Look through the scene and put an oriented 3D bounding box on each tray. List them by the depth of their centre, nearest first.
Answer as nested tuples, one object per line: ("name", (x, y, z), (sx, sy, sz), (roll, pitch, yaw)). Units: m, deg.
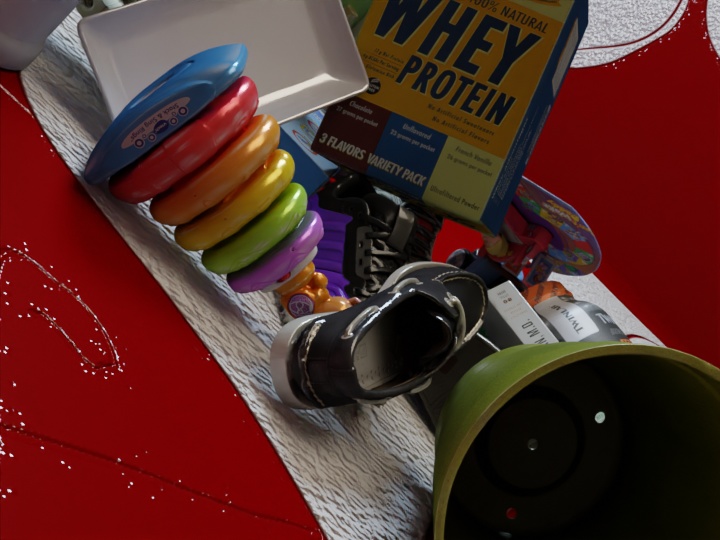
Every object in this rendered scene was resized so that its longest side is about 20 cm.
("tray", (-0.090, -0.141, 1.031), (0.022, 0.199, 0.108), (-7, -75, 55))

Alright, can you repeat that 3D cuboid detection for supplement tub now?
("supplement tub", (0.191, 0.112, 1.288), (0.200, 0.122, 0.122), (53, 13, 25))

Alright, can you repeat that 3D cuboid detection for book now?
("book", (0.155, 0.119, 1.162), (0.200, 0.048, 0.134), (54, -20, 33))

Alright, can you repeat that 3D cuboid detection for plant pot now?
("plant pot", (0.123, 0.123, 0.909), (0.200, 0.200, 0.193), (44, 1, -12))

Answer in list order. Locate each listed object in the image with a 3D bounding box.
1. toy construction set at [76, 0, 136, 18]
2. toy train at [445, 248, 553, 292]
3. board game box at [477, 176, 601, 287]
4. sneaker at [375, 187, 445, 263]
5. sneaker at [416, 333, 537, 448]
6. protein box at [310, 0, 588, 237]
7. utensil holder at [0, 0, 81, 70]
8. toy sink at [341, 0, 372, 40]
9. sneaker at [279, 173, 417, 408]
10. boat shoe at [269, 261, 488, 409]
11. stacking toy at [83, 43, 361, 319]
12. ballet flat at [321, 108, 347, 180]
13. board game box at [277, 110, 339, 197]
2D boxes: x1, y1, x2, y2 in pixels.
("toy construction set", (-0.160, -0.183, 1.098), (0.200, 0.092, 0.131), (42, 26, 2))
("toy train", (0.156, 0.059, 1.438), (0.200, 0.087, 0.114), (39, 22, -25))
("board game box", (0.113, -0.044, 1.339), (0.199, 0.039, 0.158), (33, -15, 9))
("sneaker", (0.030, -0.035, 1.296), (0.078, 0.082, 0.200), (41, 12, -26))
("sneaker", (0.083, 0.077, 1.140), (0.200, 0.075, 0.106), (51, 12, 23))
("protein box", (0.076, -0.145, 1.176), (0.134, 0.199, 0.200), (24, 1, 9))
("utensil holder", (-0.198, -0.250, 0.930), (0.170, 0.200, 0.170), (45, 12, -12))
("toy sink", (-0.052, -0.229, 1.268), (0.112, 0.130, 0.200), (52, 12, 27))
("sneaker", (0.000, 0.000, 1.033), (0.069, 0.099, 0.200), (38, 18, -36))
("boat shoe", (0.029, 0.037, 0.935), (0.200, 0.060, 0.074), (-13, 98, -52))
("stacking toy", (-0.066, -0.028, 0.933), (0.200, 0.116, 0.110), (53, 9, -14))
("ballet flat", (-0.040, -0.116, 1.444), (0.200, 0.057, 0.067), (40, 40, -9))
("board game box", (-0.099, -0.140, 1.262), (0.200, 0.056, 0.196), (46, 12, -3))
